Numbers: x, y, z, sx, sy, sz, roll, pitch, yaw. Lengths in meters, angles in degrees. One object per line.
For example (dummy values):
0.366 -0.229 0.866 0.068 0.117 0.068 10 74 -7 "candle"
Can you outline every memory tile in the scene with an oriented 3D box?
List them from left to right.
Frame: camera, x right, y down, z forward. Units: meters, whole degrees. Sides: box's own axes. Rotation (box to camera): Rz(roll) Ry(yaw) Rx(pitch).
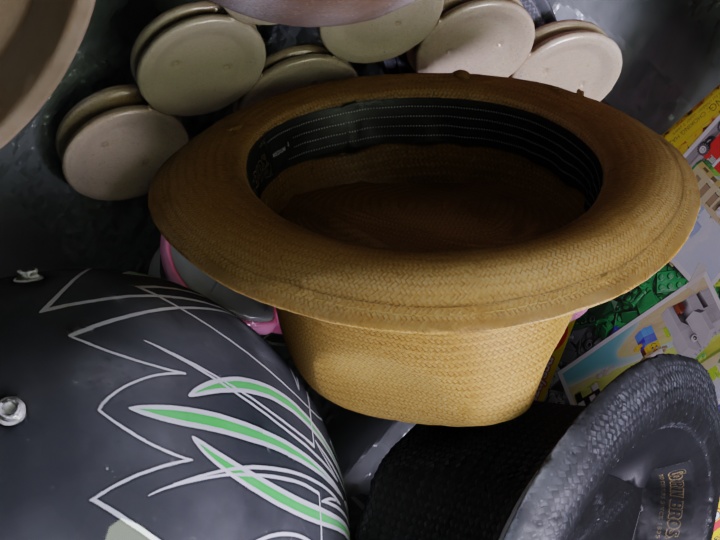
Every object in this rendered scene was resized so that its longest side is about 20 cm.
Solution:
-0.006 -0.064 0.857 0.200 0.017 0.153 15 129 -40 "memory tile"

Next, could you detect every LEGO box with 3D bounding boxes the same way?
0.167 0.015 0.923 0.200 0.149 0.077 -43 141 19 "LEGO box"

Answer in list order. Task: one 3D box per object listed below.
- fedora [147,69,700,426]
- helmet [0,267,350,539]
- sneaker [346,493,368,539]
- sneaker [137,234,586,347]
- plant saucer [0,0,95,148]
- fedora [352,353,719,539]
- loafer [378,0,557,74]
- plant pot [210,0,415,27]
0.022 -0.003 0.761 0.200 0.200 0.082 -19 120 -28 "fedora"
-0.097 0.092 0.765 0.190 0.201 0.200 -27 139 32 "helmet"
-0.037 0.160 0.950 0.199 0.075 0.116 8 110 -27 "sneaker"
0.000 0.000 0.883 0.199 0.095 0.079 1 70 -28 "sneaker"
-0.183 -0.110 0.711 0.199 0.029 0.201 -7 120 -13 "plant saucer"
0.056 0.104 0.803 0.201 0.091 0.201 -41 142 -42 "fedora"
0.012 -0.127 0.856 0.072 0.063 0.200 -37 141 19 "loafer"
-0.004 -0.172 0.673 0.199 0.198 0.201 1 83 -9 "plant pot"
